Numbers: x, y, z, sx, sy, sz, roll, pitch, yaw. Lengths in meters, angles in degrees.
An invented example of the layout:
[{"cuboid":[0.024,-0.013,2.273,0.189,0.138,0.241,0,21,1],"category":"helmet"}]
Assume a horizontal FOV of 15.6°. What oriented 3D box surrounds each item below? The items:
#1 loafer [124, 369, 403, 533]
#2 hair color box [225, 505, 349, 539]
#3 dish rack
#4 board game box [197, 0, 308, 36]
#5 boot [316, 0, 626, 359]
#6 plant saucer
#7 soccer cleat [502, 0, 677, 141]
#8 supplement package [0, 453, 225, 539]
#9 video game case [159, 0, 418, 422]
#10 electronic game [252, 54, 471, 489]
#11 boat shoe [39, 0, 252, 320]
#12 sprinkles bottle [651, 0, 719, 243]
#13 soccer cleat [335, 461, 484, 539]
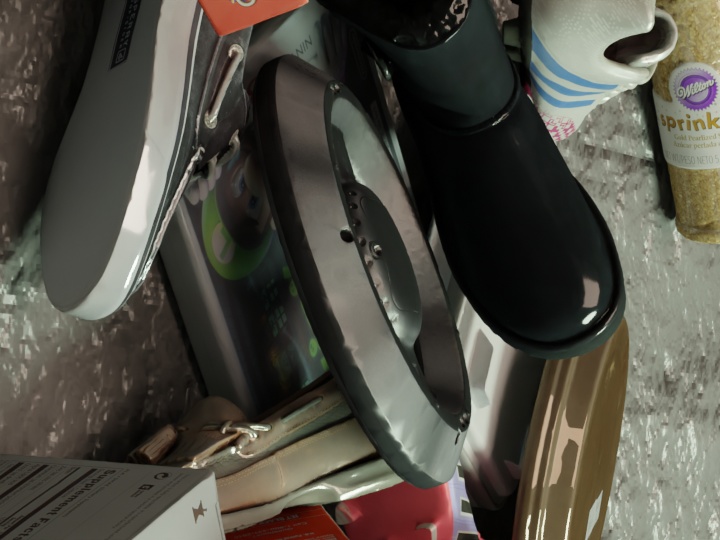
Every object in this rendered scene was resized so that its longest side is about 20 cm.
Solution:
[{"cuboid":[-0.055,0.079,1.142,0.199,0.072,0.063,-10,89,-49],"category":"loafer"},{"cuboid":[-0.015,0.182,1.110,0.063,0.200,0.112,-11,104,-14],"category":"hair color box"},{"cuboid":[0.073,0.017,1.353,0.172,0.043,0.201,59,41,-58],"category":"dish rack"},{"cuboid":[-0.075,-0.213,1.044,0.201,0.040,0.153,-98,163,-48],"category":"board game box"},{"cuboid":[0.047,-0.070,1.199,0.201,0.076,0.168,67,6,26],"category":"boot"},{"cuboid":[0.113,0.105,1.404,0.200,0.029,0.202,10,90,-79],"category":"plant saucer"},{"cuboid":[0.121,-0.109,1.368,0.200,0.086,0.070,61,35,-77],"category":"soccer cleat"},{"cuboid":[-0.120,0.195,1.004,0.156,0.110,0.201,-37,122,-53],"category":"supplement package"},{"cuboid":[-0.028,-0.016,1.233,0.182,0.023,0.201,-50,132,-46],"category":"video game case"},{"cuboid":[0.000,0.000,1.159,0.200,0.041,0.201,-21,90,-78],"category":"electronic game"},{"cuboid":[-0.078,-0.066,1.093,0.068,0.072,0.201,27,59,-32],"category":"boat shoe"},{"cuboid":[0.206,-0.119,1.574,0.068,0.068,0.201,-43,127,-50],"category":"sprinkles bottle"},{"cuboid":[0.036,0.138,1.297,0.076,0.066,0.201,-43,134,-44],"category":"soccer cleat"}]
